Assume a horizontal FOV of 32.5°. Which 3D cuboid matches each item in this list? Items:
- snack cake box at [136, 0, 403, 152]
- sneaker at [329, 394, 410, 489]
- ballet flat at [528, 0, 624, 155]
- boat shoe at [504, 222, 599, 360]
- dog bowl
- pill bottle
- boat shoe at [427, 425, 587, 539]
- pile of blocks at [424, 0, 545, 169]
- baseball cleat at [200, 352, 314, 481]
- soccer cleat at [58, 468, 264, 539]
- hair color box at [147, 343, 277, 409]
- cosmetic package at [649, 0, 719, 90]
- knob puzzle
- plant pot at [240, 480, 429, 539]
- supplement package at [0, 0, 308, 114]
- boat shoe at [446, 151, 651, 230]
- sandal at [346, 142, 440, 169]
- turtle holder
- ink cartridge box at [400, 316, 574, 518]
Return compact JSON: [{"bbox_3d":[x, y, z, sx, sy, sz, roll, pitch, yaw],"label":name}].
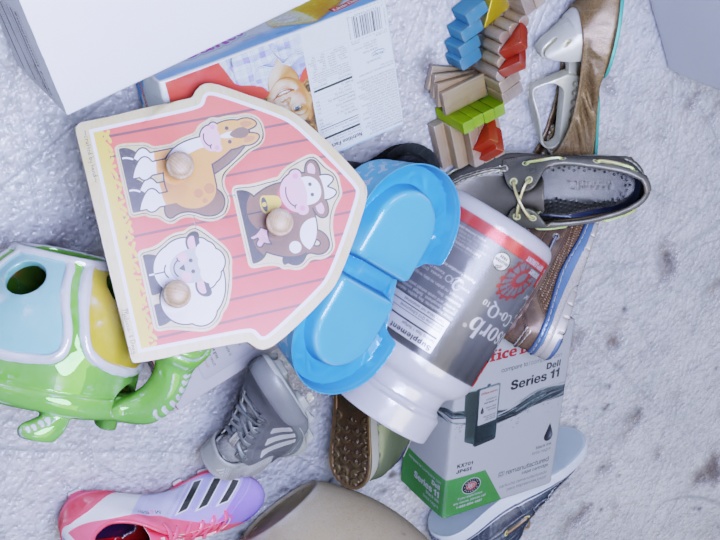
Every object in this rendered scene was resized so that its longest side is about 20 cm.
[{"bbox_3d":[-0.070,-0.142,0.984,0.199,0.067,0.116,-24,127,-21],"label":"snack cake box"},{"bbox_3d":[0.023,0.105,1.186,0.090,0.067,0.202,-8,110,-54],"label":"sneaker"},{"bbox_3d":[0.194,-0.180,1.148,0.072,0.068,0.201,-1,120,-12],"label":"ballet flat"},{"bbox_3d":[0.177,-0.018,1.179,0.072,0.072,0.201,22,62,-5],"label":"boat shoe"},{"bbox_3d":[0.000,0.000,0.988,0.111,0.049,0.201,29,90,-45],"label":"dog bowl"},{"bbox_3d":[0.068,0.039,1.067,0.116,0.116,0.201,30,92,-40],"label":"pill bottle"},{"bbox_3d":[0.169,0.253,1.355,0.200,0.071,0.091,-32,129,-6],"label":"boat shoe"},{"bbox_3d":[0.110,-0.178,1.086,0.082,0.062,0.201,-5,117,-31],"label":"pile of blocks"},{"bbox_3d":[-0.092,0.139,1.077,0.106,0.070,0.200,-30,156,-10],"label":"baseball cleat"},{"bbox_3d":[-0.171,0.226,1.107,0.199,0.076,0.067,1,117,-32],"label":"soccer cleat"},{"bbox_3d":[-0.101,0.014,1.050,0.199,0.064,0.111,-31,125,-14],"label":"hair color box"},{"bbox_3d":[0.394,-0.285,1.146,0.200,0.166,0.168,-38,129,-11],"label":"cosmetic package"},{"bbox_3d":[-0.088,-0.041,0.893,0.218,0.030,0.221,2,83,-14],"label":"knob puzzle"},{"bbox_3d":[-0.039,0.281,1.172,0.200,0.200,0.135,-38,95,-11],"label":"plant pot"},{"bbox_3d":[-0.158,-0.230,0.851,0.199,0.111,0.156,-28,127,-17],"label":"supplement package"},{"bbox_3d":[0.165,-0.073,1.132,0.200,0.060,0.073,-5,100,-1],"label":"boat shoe"},{"bbox_3d":[0.025,-0.065,1.051,0.200,0.048,0.076,-19,110,-55],"label":"sandal"},{"bbox_3d":[-0.220,0.053,0.918,0.141,0.185,0.133,11,92,-50],"label":"turtle holder"},{"bbox_3d":[0.127,0.130,1.247,0.146,0.083,0.201,-12,119,-28],"label":"ink cartridge box"}]
